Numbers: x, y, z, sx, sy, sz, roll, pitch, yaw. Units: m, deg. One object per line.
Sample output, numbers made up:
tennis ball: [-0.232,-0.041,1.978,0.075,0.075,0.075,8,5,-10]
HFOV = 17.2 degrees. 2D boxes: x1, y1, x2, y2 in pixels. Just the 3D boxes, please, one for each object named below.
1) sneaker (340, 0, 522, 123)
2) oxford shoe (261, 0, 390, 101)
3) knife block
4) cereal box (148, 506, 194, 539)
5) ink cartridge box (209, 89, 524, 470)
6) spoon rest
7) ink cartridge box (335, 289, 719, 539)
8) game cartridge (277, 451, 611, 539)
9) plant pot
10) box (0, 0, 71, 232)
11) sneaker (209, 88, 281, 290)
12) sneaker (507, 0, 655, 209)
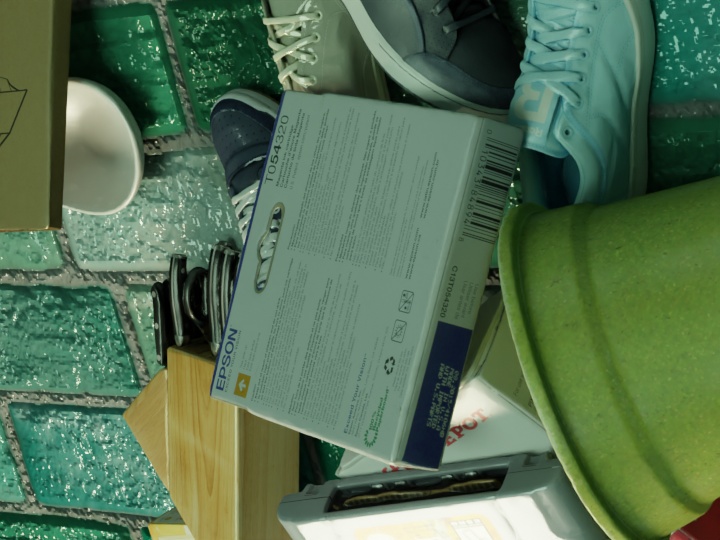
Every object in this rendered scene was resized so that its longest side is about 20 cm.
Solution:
sneaker: [0.046,-0.191,1.354,0.203,0.077,0.146,49,139,12]
oxford shoe: [-0.029,-0.141,1.464,0.075,0.058,0.202,-1,110,45]
knife block: [-0.077,0.085,1.605,0.176,0.064,0.201,-46,69,41]
cereal box: [-0.056,0.240,1.710,0.199,0.039,0.145,-4,108,43]
ink cartridge box: [0.000,0.000,1.379,0.199,0.043,0.198,15,91,56]
spoon rest: [-0.227,-0.086,1.673,0.199,0.060,0.100,1,113,43]
ink cartridge box: [0.110,0.121,1.406,0.200,0.086,0.147,39,135,-13]
game cartridge: [0.062,0.170,1.389,0.199,0.042,0.134,-11,122,34]
plant pot: [0.198,0.027,1.248,0.183,0.200,0.202,-22,98,20]
box: [-0.261,-0.126,1.649,0.163,0.021,0.202,-1,85,42]
sneaker: [-0.057,-0.017,1.520,0.070,0.108,0.201,-33,89,46]
sneaker: [0.117,-0.102,1.333,0.073,0.082,0.202,8,118,38]
